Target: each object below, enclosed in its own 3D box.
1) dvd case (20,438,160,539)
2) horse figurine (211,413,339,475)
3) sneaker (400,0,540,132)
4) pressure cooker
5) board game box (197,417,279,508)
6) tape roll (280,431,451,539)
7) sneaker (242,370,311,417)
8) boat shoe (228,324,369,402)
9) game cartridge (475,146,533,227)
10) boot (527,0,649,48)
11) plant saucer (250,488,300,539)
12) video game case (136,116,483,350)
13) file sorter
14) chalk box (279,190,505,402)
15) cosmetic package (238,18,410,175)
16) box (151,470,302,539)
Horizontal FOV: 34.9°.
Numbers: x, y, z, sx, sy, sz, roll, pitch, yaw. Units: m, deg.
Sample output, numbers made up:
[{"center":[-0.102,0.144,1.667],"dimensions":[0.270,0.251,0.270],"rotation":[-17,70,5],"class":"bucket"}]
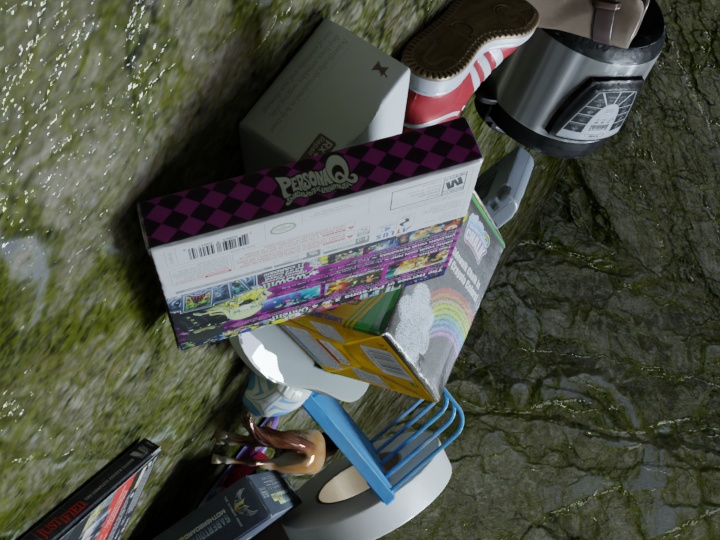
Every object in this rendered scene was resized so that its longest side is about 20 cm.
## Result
[{"center":[-0.231,0.225,0.861],"dimensions":[0.147,0.022,0.200],"rotation":[-63,170,28],"class":"dvd case"},{"center":[-0.080,0.177,1.134],"dimensions":[0.200,0.130,0.051],"rotation":[111,-19,-77],"class":"horse figurine"},{"center":[0.088,-0.175,1.037],"dimensions":[0.200,0.071,0.113],"rotation":[-39,157,-41],"class":"sneaker"},{"center":[0.231,-0.227,1.288],"dimensions":[0.179,0.175,0.201],"rotation":[-52,171,-44],"class":"pressure cooker"},{"center":[-0.142,0.268,1.385],"dimensions":[0.200,0.039,0.159],"rotation":[-51,169,-30],"class":"board game box"},{"center":[0.005,0.245,1.268],"dimensions":[0.201,0.037,0.203],"rotation":[-26,-170,5],"class":"tape roll"},{"center":[-0.059,0.072,1.143],"dimensions":[0.072,0.072,0.200],"rotation":[-26,-163,34],"class":"sneaker"},{"center":[-0.065,0.069,1.001],"dimensions":[0.200,0.063,0.072],"rotation":[37,68,-52],"class":"boat shoe"},{"center":[0.127,-0.060,1.375],"dimensions":[0.200,0.042,0.133],"rotation":[-42,-172,35],"class":"game cartridge"},{"center":[0.202,-0.260,1.118],"dimensions":[0.201,0.145,0.070],"rotation":[-62,171,30],"class":"boot"},{"center":[-0.101,0.318,1.348],"dimensions":[0.198,0.032,0.200],"rotation":[-23,-171,4],"class":"plant saucer"},{"center":[-0.031,-0.017,0.719],"dimensions":[0.197,0.036,0.182],"rotation":[-16,160,-9],"class":"video game case"},{"center":[0.018,0.131,1.222],"dimensions":[0.122,0.139,0.200],"rotation":[-40,-171,0],"class":"file sorter"},{"center":[0.031,-0.016,0.952],"dimensions":[0.125,0.123,0.202],"rotation":[51,57,-48],"class":"chalk box"},{"center":[-0.026,-0.072,0.799],"dimensions":[0.102,0.074,0.201],"rotation":[-53,167,-20],"class":"cosmetic package"},{"center":[-0.148,0.267,1.168],"dimensions":[0.157,0.051,0.200],"rotation":[-35,171,0],"class":"box"}]
